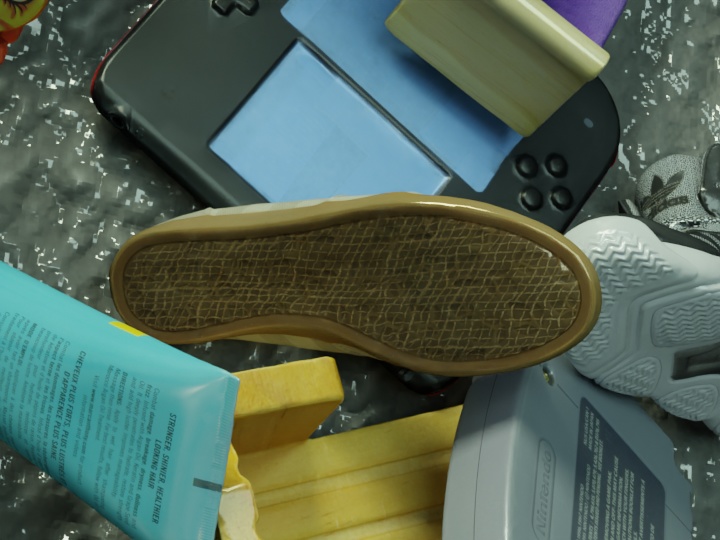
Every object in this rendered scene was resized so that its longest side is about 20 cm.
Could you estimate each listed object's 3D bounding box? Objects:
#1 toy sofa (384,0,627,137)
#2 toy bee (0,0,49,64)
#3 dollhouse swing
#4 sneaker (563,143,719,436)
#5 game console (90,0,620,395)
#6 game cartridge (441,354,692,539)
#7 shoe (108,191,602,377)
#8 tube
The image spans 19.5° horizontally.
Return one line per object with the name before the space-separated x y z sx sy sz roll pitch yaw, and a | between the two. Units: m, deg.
toy sofa | 0.099 -0.163 0.921 0.083 0.098 0.201 38 49 -8
toy bee | -0.143 -0.125 0.745 0.200 0.109 0.131 39 41 13
dollhouse swing | 0.029 0.134 0.800 0.174 0.182 0.202 -12 79 -14
sneaker | 0.131 -0.005 0.897 0.200 0.075 0.115 29 39 -48
game console | 0.006 -0.071 0.910 0.200 0.031 0.177 41 59 -6
game cartridge | 0.084 0.117 0.828 0.133 0.041 0.201 43 36 -27
shoe | 0.000 0.000 0.826 0.198 0.053 0.071 3 103 19
tube | -0.117 0.035 0.752 0.050 0.199 0.078 -17 124 -42
